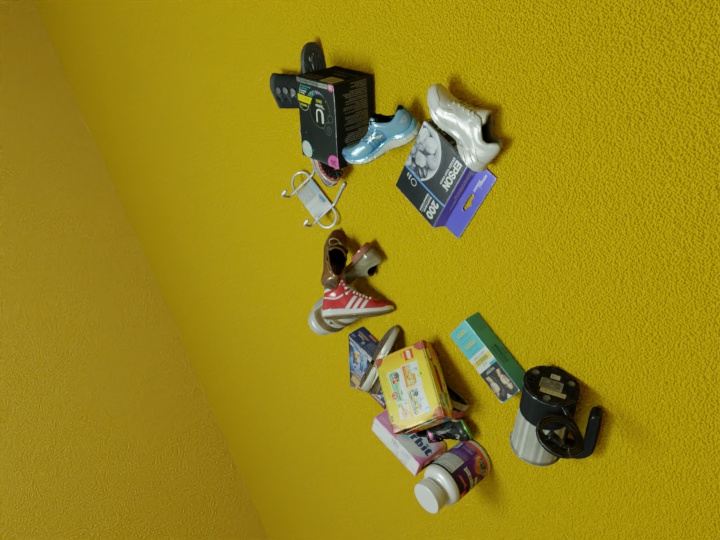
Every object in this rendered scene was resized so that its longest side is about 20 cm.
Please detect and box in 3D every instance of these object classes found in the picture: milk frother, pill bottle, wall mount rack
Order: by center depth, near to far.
[{"bbox_3d":[0.386,0.341,1.252,0.180,0.199,0.189,28,132,35],"label":"milk frother"},{"bbox_3d":[0.237,0.537,1.569,0.111,0.199,0.112,31,134,38],"label":"pill bottle"},{"bbox_3d":[-0.123,-0.223,1.691,0.174,0.074,0.200,-42,74,15],"label":"wall mount rack"},{"bbox_3d":[-0.080,0.125,1.807,0.115,0.114,0.200,60,146,6],"label":"pill bottle"}]

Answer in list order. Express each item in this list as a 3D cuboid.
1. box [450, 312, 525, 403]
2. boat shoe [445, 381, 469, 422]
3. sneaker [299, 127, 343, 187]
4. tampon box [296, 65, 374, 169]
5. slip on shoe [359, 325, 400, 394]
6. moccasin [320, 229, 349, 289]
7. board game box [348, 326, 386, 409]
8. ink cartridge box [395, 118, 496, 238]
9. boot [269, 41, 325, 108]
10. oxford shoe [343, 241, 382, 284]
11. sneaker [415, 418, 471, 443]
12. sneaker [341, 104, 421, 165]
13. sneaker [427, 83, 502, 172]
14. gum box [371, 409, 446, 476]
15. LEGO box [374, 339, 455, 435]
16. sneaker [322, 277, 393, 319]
[{"bbox_3d":[0.301,0.203,1.407,0.201,0.049,0.082,53,144,17],"label":"box"},{"bbox_3d":[0.202,0.309,1.589,0.200,0.071,0.063,43,134,26],"label":"boat shoe"},{"bbox_3d":[-0.112,-0.310,1.602,0.082,0.077,0.201,121,130,-64],"label":"sneaker"},{"bbox_3d":[-0.058,-0.371,1.455,0.149,0.126,0.202,28,132,42],"label":"tampon box"},{"bbox_3d":[0.067,0.252,1.679,0.060,0.201,0.076,27,177,-9],"label":"slip on shoe"},{"bbox_3d":[-0.067,-0.042,1.646,0.073,0.202,0.078,27,132,-12],"label":"moccasin"},{"bbox_3d":[0.035,0.308,1.817,0.200,0.061,0.201,42,141,29],"label":"board game box"},{"bbox_3d":[0.179,-0.194,1.327,0.200,0.043,0.199,49,142,20],"label":"ink cartridge box"},{"bbox_3d":[-0.169,-0.508,1.581,0.199,0.065,0.166,23,127,50],"label":"boot"},{"bbox_3d":[0.000,0.000,1.666,0.075,0.070,0.200,41,150,3],"label":"oxford shoe"},{"bbox_3d":[0.222,0.438,1.626,0.199,0.084,0.077,-18,102,56],"label":"sneaker"},{"bbox_3d":[0.037,-0.312,1.359,0.199,0.079,0.090,-23,118,29],"label":"sneaker"},{"bbox_3d":[0.215,-0.302,1.196,0.201,0.078,0.099,53,138,2],"label":"sneaker"},{"bbox_3d":[0.141,0.482,1.737,0.200,0.113,0.066,42,140,30],"label":"gum box"},{"bbox_3d":[0.138,0.302,1.547,0.148,0.077,0.202,-26,63,24],"label":"LEGO box"},{"bbox_3d":[-0.009,0.073,1.670,0.071,0.198,0.114,79,-172,-73],"label":"sneaker"}]
